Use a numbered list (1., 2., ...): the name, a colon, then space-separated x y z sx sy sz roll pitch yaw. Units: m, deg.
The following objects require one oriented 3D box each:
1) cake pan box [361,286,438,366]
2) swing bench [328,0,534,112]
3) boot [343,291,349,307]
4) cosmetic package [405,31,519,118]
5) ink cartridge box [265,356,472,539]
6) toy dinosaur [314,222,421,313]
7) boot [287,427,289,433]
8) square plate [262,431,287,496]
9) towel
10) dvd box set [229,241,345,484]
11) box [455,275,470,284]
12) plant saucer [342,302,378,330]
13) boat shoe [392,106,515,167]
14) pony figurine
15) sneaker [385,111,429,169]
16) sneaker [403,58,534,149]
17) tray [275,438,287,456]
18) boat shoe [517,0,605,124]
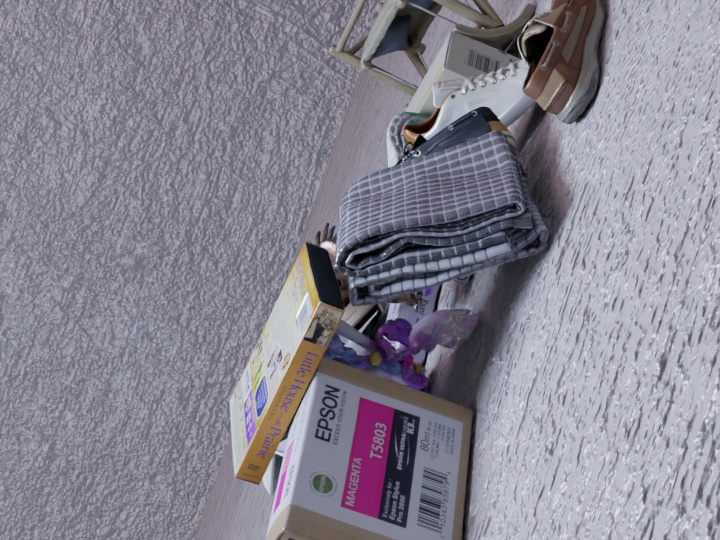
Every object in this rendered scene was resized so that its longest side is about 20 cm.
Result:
1. cake pan box: 0.033 0.121 1.423 0.184 0.052 0.201 127 161 -56
2. swing bench: 0.092 -0.317 1.500 0.130 0.200 0.199 -46 -5 -31
3. boot: 0.004 -0.013 1.502 0.200 0.066 0.175 -46 4 22
4. cosmetic package: 0.118 -0.201 1.451 0.200 0.103 0.074 121 166 -53
5. ink cartridge box: 0.010 0.195 1.026 0.201 0.163 0.075 -79 13 -45
6. toy dinosaur: 0.000 0.000 1.270 0.200 0.134 0.087 96 174 -78
7. boot: -0.054 0.182 1.516 0.201 0.076 0.169 -69 -17 -53
8. square plate: -0.104 0.168 1.526 0.200 0.028 0.200 -63 -24 -67
9. towel: 0.074 -0.054 1.104 0.166 0.198 0.086 -87 -21 -66
10. dvd box set: -0.076 0.087 1.110 0.201 0.029 0.147 -64 18 17
11. box: 0.113 -0.078 1.344 0.200 0.060 0.117 -92 24 -67
12. plant saucer: 0.000 0.056 1.552 0.200 0.029 0.200 -45 -5 -5
13. boat shoe: 0.073 -0.109 1.215 0.199 0.074 0.063 -30 62 21
14. pony figurine: 0.021 0.096 1.201 0.193 0.199 0.168 11 78 66
15. sneaker: 0.053 -0.110 1.359 0.092 0.077 0.201 114 173 -47
16. sneaker: 0.130 -0.192 1.245 0.200 0.085 0.073 -40 15 18
17. tray: -0.015 0.202 1.274 0.199 0.107 0.022 1 112 60
18. boat shoe: 0.198 -0.233 1.134 0.201 0.071 0.076 -79 13 -45
